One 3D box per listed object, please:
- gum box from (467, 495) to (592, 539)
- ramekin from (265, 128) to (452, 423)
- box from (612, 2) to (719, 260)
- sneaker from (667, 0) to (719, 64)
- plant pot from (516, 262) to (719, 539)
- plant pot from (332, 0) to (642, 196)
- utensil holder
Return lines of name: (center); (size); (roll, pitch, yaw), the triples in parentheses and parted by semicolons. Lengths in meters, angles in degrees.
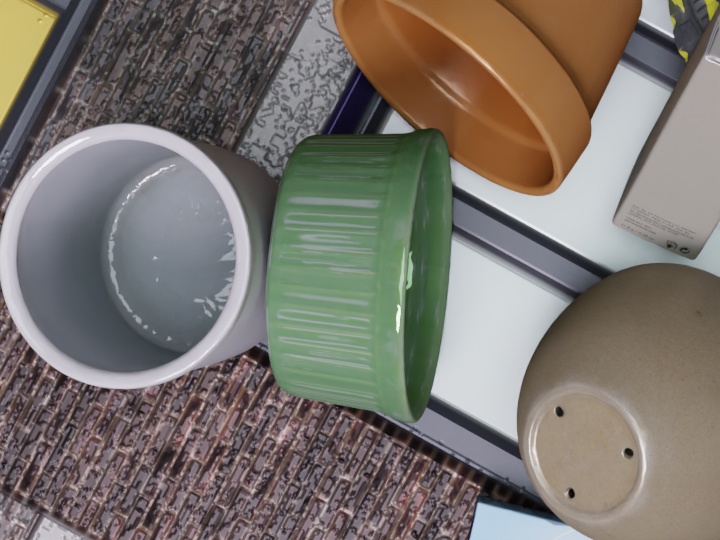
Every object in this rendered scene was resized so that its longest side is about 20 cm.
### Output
gum box: (0.160, 0.269, 1.577); (0.198, 0.045, 0.171); (13, 92, 3)
ramekin: (0.000, 0.000, 1.508); (0.097, 0.200, 0.202); (5, 91, 10)
box: (0.239, -0.099, 1.486); (0.068, 0.200, 0.083); (25, 57, 2)
sneaker: (0.250, -0.225, 1.556); (0.084, 0.074, 0.202); (1, 72, -38)
plant pot: (0.183, 0.107, 1.484); (0.199, 0.134, 0.202); (9, 107, 33)
plant pot: (0.099, -0.170, 1.508); (0.200, 0.200, 0.140); (40, 77, 2)
utensil holder: (-0.133, -0.009, 1.500); (0.168, 0.200, 0.172); (0, 90, 11)
